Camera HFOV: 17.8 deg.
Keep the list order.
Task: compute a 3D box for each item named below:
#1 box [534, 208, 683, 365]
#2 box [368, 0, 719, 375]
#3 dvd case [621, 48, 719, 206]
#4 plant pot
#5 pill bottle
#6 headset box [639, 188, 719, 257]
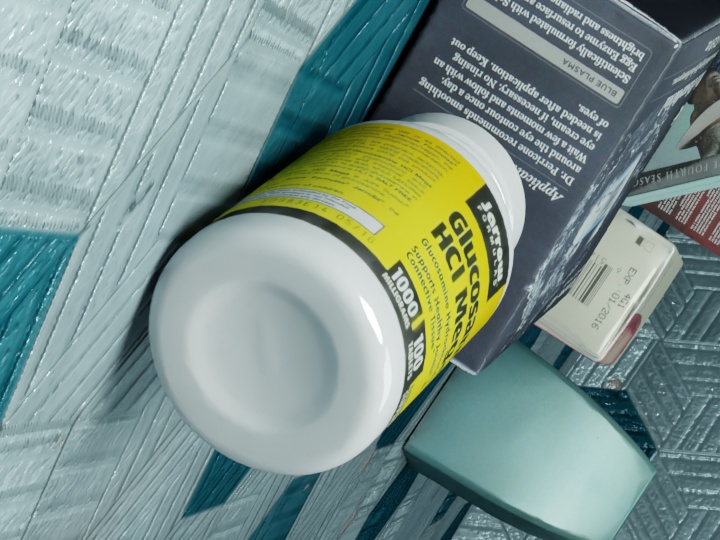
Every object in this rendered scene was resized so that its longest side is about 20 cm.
[{"bbox_3d":[0.170,-0.002,1.803,0.109,0.128,0.200,-57,170,2],"label":"box"},{"bbox_3d":[0.087,-0.075,1.192,0.200,0.117,0.197,-59,170,19],"label":"box"},{"bbox_3d":[0.198,-0.144,1.269,0.146,0.022,0.201,-12,-109,48],"label":"dvd case"},{"bbox_3d":[0.162,0.167,2.097,0.141,0.200,0.141,-55,170,-8],"label":"plant pot"},{"bbox_3d":[0.000,0.000,1.007,0.200,0.112,0.113,-42,163,-57],"label":"pill bottle"},{"bbox_3d":[0.289,-0.087,1.906,0.075,0.200,0.149,-61,169,27],"label":"headset box"}]
